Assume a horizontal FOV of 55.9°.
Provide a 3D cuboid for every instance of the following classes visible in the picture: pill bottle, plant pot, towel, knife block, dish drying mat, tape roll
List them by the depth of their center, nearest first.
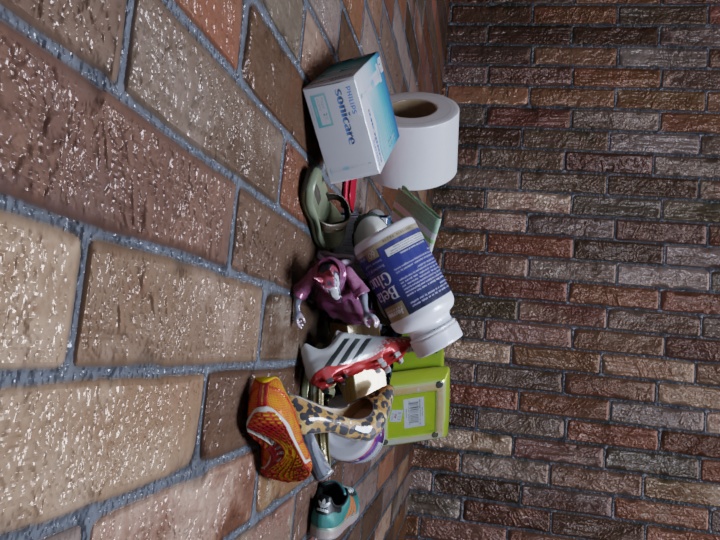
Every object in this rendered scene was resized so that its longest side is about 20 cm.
[{"bbox_3d":[0.079,0.029,1.062,0.202,0.110,0.111,62,11,3],"label":"pill bottle"},{"bbox_3d":[-0.002,0.116,1.136,0.201,0.063,0.177,59,-34,38],"label":"knife block"},{"bbox_3d":[-0.013,0.296,1.249,0.200,0.109,0.113,63,33,-71],"label":"pill bottle"},{"bbox_3d":[-0.013,-0.216,1.297,0.077,0.018,0.204,20,74,-80],"label":"dish drying mat"},{"bbox_3d":[0.096,-0.048,1.357,0.153,0.023,0.203,48,-46,46],"label":"towel"},{"bbox_3d":[0.090,0.248,1.426,0.182,0.195,0.203,-110,-164,-63],"label":"plant pot"},{"bbox_3d":[0.109,-0.279,1.444,0.204,0.199,0.141,-71,161,-53],"label":"tape roll"}]

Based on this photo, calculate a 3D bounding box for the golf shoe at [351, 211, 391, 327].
[{"bbox_3d":[0.042,0.000,1.153,0.088,0.076,0.203,-143,-144,-75],"label":"golf shoe"}]

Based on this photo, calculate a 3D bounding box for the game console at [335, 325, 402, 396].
[{"bbox_3d":[0.024,0.129,1.298,0.201,0.173,0.118,-68,143,-57],"label":"game console"}]

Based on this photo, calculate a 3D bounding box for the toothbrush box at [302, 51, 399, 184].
[{"bbox_3d":[-0.008,-0.242,1.058,0.201,0.084,0.149,-69,146,-60],"label":"toothbrush box"}]

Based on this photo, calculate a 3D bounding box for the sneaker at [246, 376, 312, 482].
[{"bbox_3d":[-0.099,0.210,0.873,0.202,0.072,0.078,87,3,-45],"label":"sneaker"}]

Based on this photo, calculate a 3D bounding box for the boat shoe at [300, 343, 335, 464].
[{"bbox_3d":[-0.063,0.217,1.080,0.073,0.062,0.204,74,23,-61],"label":"boat shoe"}]

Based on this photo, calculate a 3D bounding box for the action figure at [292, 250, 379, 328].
[{"bbox_3d":[-0.028,0.018,1.004,0.200,0.131,0.152,69,26,-72],"label":"action figure"}]

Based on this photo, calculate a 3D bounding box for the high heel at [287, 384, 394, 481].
[{"bbox_3d":[-0.028,0.197,1.021,0.199,0.071,0.144,-39,114,-35],"label":"high heel"}]

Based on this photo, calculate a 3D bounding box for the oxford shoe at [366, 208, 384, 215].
[{"bbox_3d":[0.025,-0.044,1.495,0.071,0.070,0.203,-126,-148,-61],"label":"oxford shoe"}]

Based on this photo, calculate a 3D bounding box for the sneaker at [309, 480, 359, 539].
[{"bbox_3d":[-0.040,0.426,1.261,0.200,0.070,0.082,1,97,-78],"label":"sneaker"}]

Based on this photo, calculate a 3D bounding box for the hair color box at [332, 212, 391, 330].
[{"bbox_3d":[0.000,0.000,1.233,0.061,0.098,0.204,-38,132,-77],"label":"hair color box"}]

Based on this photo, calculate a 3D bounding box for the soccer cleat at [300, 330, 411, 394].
[{"bbox_3d":[-0.003,0.126,1.075,0.086,0.197,0.069,58,-33,25],"label":"soccer cleat"}]

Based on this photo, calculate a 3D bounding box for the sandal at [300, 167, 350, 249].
[{"bbox_3d":[-0.046,-0.089,1.061,0.201,0.056,0.081,65,30,-68],"label":"sandal"}]
